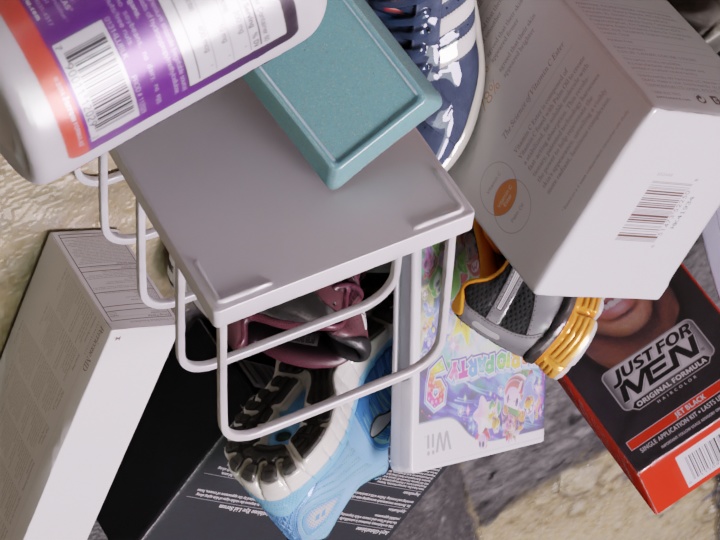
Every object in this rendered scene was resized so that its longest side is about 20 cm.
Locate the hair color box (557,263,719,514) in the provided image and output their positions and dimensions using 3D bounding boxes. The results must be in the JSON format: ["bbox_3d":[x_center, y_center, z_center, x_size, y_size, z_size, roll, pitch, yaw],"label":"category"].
[{"bbox_3d":[0.162,0.039,1.493,0.101,0.200,0.061,-34,144,-2],"label":"hair color box"}]

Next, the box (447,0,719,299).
[{"bbox_3d":[0.103,-0.096,1.297,0.097,0.200,0.125,2,130,-41],"label":"box"}]

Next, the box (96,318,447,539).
[{"bbox_3d":[-0.053,0.119,1.516,0.200,0.079,0.141,16,117,-47],"label":"box"}]

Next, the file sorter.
[{"bbox_3d":[-0.055,-0.037,1.245,0.138,0.200,0.125,-21,145,-19],"label":"file sorter"}]

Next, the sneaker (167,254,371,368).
[{"bbox_3d":[0.000,0.000,1.393,0.200,0.116,0.076,-23,142,-16],"label":"sneaker"}]

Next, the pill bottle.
[{"bbox_3d":[-0.085,-0.132,1.086,0.200,0.111,0.112,-30,144,-15],"label":"pill bottle"}]

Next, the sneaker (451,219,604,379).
[{"bbox_3d":[0.104,-0.038,1.386,0.077,0.200,0.078,20,143,-9],"label":"sneaker"}]

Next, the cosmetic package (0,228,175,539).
[{"bbox_3d":[-0.167,0.079,1.378,0.051,0.083,0.200,-2,133,-36],"label":"cosmetic package"}]

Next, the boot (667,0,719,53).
[{"bbox_3d":[0.195,-0.134,1.357,0.131,0.200,0.068,-43,101,5],"label":"boot"}]

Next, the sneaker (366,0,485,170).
[{"bbox_3d":[0.022,-0.139,1.236,0.084,0.075,0.201,-16,114,-64],"label":"sneaker"}]

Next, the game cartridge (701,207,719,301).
[{"bbox_3d":[0.256,-0.038,1.501,0.133,0.041,0.201,-26,106,-43],"label":"game cartridge"}]

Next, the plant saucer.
[{"bbox_3d":[-0.048,-0.137,1.159,0.070,0.200,0.019,-38,-179,-1],"label":"plant saucer"}]

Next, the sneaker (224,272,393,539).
[{"bbox_3d":[-0.013,0.078,1.416,0.200,0.078,0.090,-57,139,-40],"label":"sneaker"}]

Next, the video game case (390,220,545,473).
[{"bbox_3d":[0.066,0.008,1.413,0.143,0.018,0.201,-7,100,-54],"label":"video game case"}]
